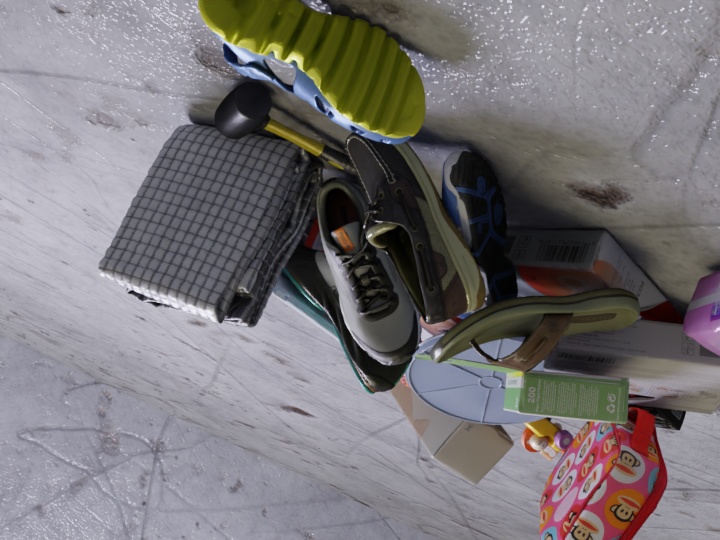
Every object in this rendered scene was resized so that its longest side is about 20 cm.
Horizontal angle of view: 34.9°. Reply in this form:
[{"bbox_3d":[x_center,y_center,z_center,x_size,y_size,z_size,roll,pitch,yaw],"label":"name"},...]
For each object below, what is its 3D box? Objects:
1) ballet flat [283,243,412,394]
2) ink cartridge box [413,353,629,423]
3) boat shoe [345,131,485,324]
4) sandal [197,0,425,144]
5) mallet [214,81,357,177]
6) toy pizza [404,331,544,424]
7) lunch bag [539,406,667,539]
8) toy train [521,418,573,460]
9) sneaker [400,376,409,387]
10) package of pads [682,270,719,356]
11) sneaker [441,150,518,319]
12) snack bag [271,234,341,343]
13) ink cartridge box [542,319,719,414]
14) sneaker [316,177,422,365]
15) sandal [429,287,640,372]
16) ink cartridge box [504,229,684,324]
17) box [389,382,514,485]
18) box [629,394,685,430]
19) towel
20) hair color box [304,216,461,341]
[{"bbox_3d":[-0.013,0.034,1.207,0.200,0.068,0.068,54,-167,9],"label":"ballet flat"},{"bbox_3d":[0.150,0.116,1.124,0.199,0.048,0.146,5,174,2],"label":"ink cartridge box"},{"bbox_3d":[0.035,-0.043,1.010,0.201,0.066,0.072,59,155,16],"label":"boat shoe"},{"bbox_3d":[-0.037,-0.166,0.912,0.200,0.080,0.087,33,164,-3],"label":"sandal"},{"bbox_3d":[-0.041,-0.121,1.095,0.199,0.041,0.066,23,160,-11],"label":"mallet"},{"bbox_3d":[0.149,0.115,1.305,0.199,0.032,0.201,6,144,4],"label":"toy pizza"},{"bbox_3d":[0.269,0.226,1.257,0.082,0.177,0.200,29,-163,1],"label":"lunch bag"},{"bbox_3d":[0.200,0.186,1.456,0.200,0.056,0.150,39,180,-2],"label":"toy train"},{"bbox_3d":[0.028,0.068,1.467,0.200,0.077,0.073,44,139,-9],"label":"sneaker"},{"bbox_3d":[0.375,0.037,0.953,0.120,0.076,0.200,25,162,-11],"label":"package of pads"},{"bbox_3d":[0.092,-0.022,1.061,0.077,0.076,0.201,11,133,27],"label":"sneaker"},{"bbox_3d":[-0.066,0.006,1.295,0.188,0.021,0.200,39,-162,-35],"label":"snack bag"},{"bbox_3d":[0.289,0.097,1.190,0.199,0.045,0.176,7,161,4],"label":"ink cartridge box"},{"bbox_3d":[0.000,0.000,1.131,0.074,0.201,0.079,-24,165,8],"label":"sneaker"},{"bbox_3d":[0.162,0.059,1.035,0.200,0.058,0.080,-8,160,-8],"label":"sandal"},{"bbox_3d":[0.219,0.028,1.156,0.162,0.050,0.200,4,150,46],"label":"ink cartridge box"},{"bbox_3d":[0.110,0.180,1.510,0.095,0.078,0.200,37,-171,-30],"label":"box"},{"bbox_3d":[0.264,0.124,1.360,0.199,0.050,0.158,2,151,47],"label":"box"},{"bbox_3d":[-0.146,-0.043,1.166,0.165,0.201,0.086,15,161,27],"label":"towel"},{"bbox_3d":[0.042,0.008,1.292,0.200,0.064,0.111,32,158,-26],"label":"hair color box"}]
